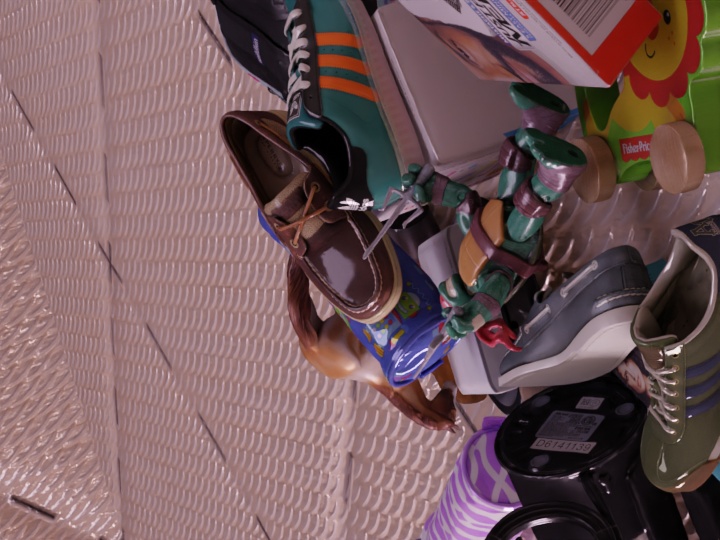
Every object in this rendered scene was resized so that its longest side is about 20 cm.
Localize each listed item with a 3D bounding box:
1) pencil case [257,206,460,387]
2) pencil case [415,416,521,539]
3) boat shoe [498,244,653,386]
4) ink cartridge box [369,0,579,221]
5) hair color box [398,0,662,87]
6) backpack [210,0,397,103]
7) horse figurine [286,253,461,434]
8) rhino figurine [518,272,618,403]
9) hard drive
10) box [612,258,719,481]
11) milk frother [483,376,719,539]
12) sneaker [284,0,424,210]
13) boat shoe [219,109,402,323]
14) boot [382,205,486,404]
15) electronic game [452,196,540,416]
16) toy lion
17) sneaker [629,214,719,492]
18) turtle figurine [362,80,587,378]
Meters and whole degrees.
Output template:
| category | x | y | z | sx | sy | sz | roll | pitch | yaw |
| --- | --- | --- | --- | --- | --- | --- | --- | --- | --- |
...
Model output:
| category | x | y | z | sx | sy | sz | roll | pitch | yaw |
| --- | --- | --- | --- | --- | --- | --- | --- | --- | --- |
| pencil case | 0.000 | 0.000 | 1.652 | 0.200 | 0.078 | 0.087 | 50 | 169 | 29 |
| pencil case | 0.109 | 0.210 | 1.917 | 0.200 | 0.083 | 0.086 | 113 | 157 | -60 |
| boat shoe | 0.153 | 0.038 | 1.520 | 0.200 | 0.072 | 0.062 | 138 | 127 | -63 |
| ink cartridge box | 0.062 | -0.131 | 1.650 | 0.126 | 0.128 | 0.200 | 67 | 161 | 7 |
| hair color box | 0.100 | -0.180 | 1.407 | 0.111 | 0.064 | 0.200 | 42 | 172 | -19 |
| backpack | -0.048 | -0.238 | 1.807 | 0.200 | 0.150 | 0.179 | 32 | 135 | 49 |
| horse figurine | 0.002 | 0.051 | 1.767 | 0.050 | 0.199 | 0.133 | -21 | 56 | 42 |
| rhino figurine | 0.159 | 0.084 | 1.649 | 0.060 | 0.087 | 0.201 | 47 | 150 | 46 |
| hard drive | 0.084 | 0.034 | 1.714 | 0.200 | 0.027 | 0.133 | 145 | 109 | -84 |
| box | 0.244 | 0.082 | 1.482 | 0.200 | 0.049 | 0.083 | 48 | 150 | 46 |
| milk frother | 0.169 | 0.215 | 1.548 | 0.180 | 0.200 | 0.189 | 19 | 139 | 53 |
| sneaker | -0.025 | -0.137 | 1.562 | 0.201 | 0.079 | 0.071 | 66 | 159 | 13 |
| boat shoe | -0.043 | -0.044 | 1.592 | 0.072 | 0.072 | 0.201 | -42 | 63 | 22 |
| boot | 0.050 | 0.003 | 1.942 | 0.188 | 0.068 | 0.201 | 39 | 155 | 55 |
| electronic game | 0.119 | 0.036 | 1.776 | 0.200 | 0.041 | 0.201 | 163 | 90 | -78 |
| toy lion | 0.192 | -0.147 | 1.406 | 0.200 | 0.068 | 0.193 | 175 | 83 | -70 |
| sneaker | 0.206 | 0.052 | 1.393 | 0.067 | 0.089 | 0.201 | 42 | 121 | 48 |
| turtle figurine | 0.085 | -0.026 | 1.495 | 0.201 | 0.100 | 0.150 | -59 | 42 | 29 |
